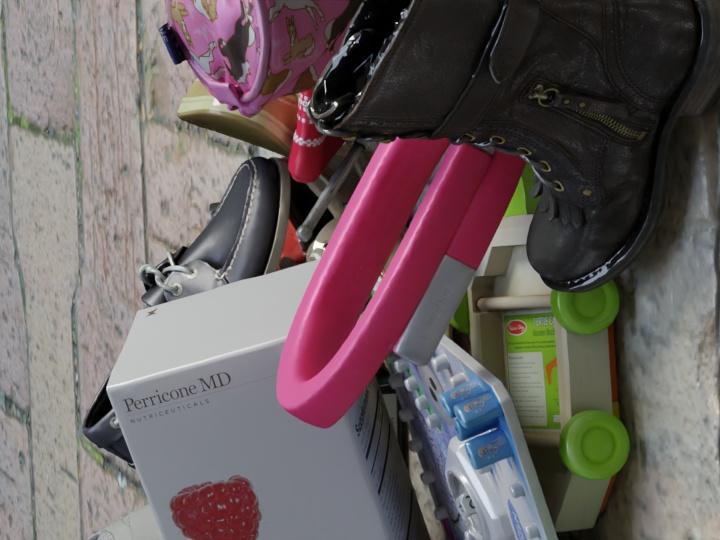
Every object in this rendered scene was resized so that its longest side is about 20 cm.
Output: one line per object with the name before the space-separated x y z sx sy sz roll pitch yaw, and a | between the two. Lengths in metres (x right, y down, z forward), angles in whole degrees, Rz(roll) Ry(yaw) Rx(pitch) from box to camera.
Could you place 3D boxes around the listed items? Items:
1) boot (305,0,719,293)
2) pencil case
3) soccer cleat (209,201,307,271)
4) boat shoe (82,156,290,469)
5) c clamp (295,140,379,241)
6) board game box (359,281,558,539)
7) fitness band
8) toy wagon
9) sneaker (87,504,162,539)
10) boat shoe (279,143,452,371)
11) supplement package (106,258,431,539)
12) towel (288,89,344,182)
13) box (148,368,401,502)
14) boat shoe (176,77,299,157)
boot | 0.057 -0.069 1.184 0.200 0.174 0.069 114 146 -41
pencil case | 0.001 -0.135 1.327 0.083 0.200 0.087 57 138 16
soccer cleat | -0.038 0.016 1.664 0.085 0.069 0.200 59 178 -32
boat shoe | -0.100 0.021 1.585 0.200 0.063 0.073 -67 21 4
c clamp | -0.004 -0.137 1.434 0.171 0.027 0.200 -59 -28 -28
board game box | 0.054 0.119 1.376 0.200 0.026 0.200 39 150 65
fitness band | 0.020 -0.015 1.323 0.200 0.037 0.144 -62 17 -4
toy wagon | 0.086 0.027 1.349 0.155 0.040 0.200 176 91 -71
sneaker | -0.119 0.206 1.518 0.200 0.082 0.075 -92 -17 -60
boat shoe | 0.000 0.000 1.553 0.200 0.065 0.072 -113 27 -45
supplement package | -0.043 0.115 1.480 0.120 0.121 0.200 -78 -30 -70
towel | -0.009 -0.161 1.506 0.145 0.022 0.200 -57 -26 -64
box | -0.055 0.111 1.671 0.200 0.106 0.122 -160 69 -69
boat shoe | -0.058 -0.105 1.576 0.201 0.073 0.063 -23 -47 -84
